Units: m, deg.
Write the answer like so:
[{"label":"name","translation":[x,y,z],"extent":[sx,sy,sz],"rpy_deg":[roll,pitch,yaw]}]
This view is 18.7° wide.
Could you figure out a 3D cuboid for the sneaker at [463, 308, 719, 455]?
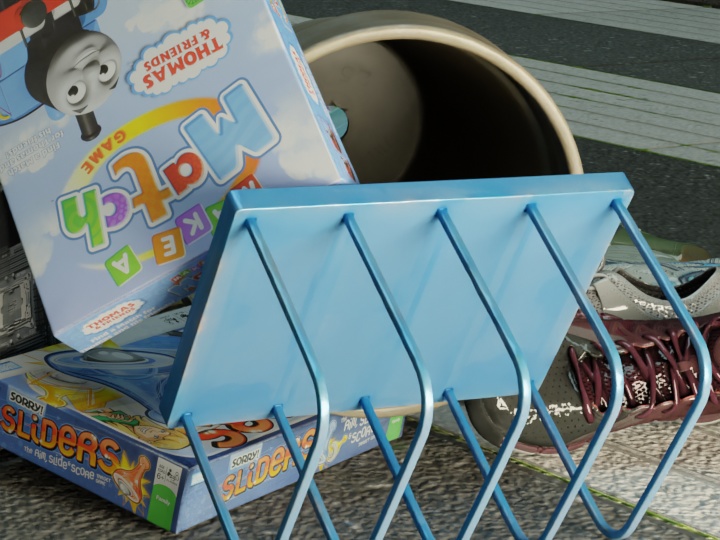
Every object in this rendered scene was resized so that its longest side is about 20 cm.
[{"label":"sneaker","translation":[0.156,0.044,1.131],"extent":[0.199,0.076,0.115],"rpy_deg":[-7,-9,-35]}]

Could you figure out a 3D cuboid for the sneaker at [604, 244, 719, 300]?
[{"label":"sneaker","translation":[0.203,0.029,1.315],"extent":[0.199,0.078,0.086],"rpy_deg":[-1,11,33]}]

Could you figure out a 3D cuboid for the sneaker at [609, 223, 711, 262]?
[{"label":"sneaker","translation":[0.138,-0.029,1.442],"extent":[0.199,0.090,0.067],"rpy_deg":[4,-31,-14]}]

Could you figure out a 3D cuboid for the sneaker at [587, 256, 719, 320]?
[{"label":"sneaker","translation":[0.124,0.027,1.259],"extent":[0.198,0.083,0.075],"rpy_deg":[0,13,-5]}]

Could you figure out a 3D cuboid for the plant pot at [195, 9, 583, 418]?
[{"label":"plant pot","translation":[-0.002,-0.050,1.122],"extent":[0.198,0.201,0.174],"rpy_deg":[0,21,-12]}]

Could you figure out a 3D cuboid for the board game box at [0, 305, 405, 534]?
[{"label":"board game box","translation":[-0.082,0.068,1.100],"extent":[0.135,0.035,0.200],"rpy_deg":[22,20,27]}]

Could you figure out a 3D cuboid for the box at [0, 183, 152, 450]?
[{"label":"box","translation":[-0.177,-0.017,1.123],"extent":[0.049,0.202,0.157],"rpy_deg":[3,10,34]}]

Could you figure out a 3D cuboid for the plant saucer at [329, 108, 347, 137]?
[{"label":"plant saucer","translation":[-0.008,-0.083,1.396],"extent":[0.069,0.019,0.200],"rpy_deg":[4,20,25]}]

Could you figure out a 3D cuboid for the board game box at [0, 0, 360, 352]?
[{"label":"board game box","translation":[-0.102,-0.085,1.005],"extent":[0.151,0.201,0.037],"rpy_deg":[-28,-23,10]}]

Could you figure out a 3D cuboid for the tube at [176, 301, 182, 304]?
[{"label":"tube","translation":[-0.110,-0.006,1.434],"extent":[0.199,0.052,0.058],"rpy_deg":[-4,14,-29]}]

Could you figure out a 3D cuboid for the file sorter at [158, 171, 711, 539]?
[{"label":"file sorter","translation":[0.034,0.051,0.968],"extent":[0.199,0.139,0.123],"rpy_deg":[-4,48,-26]}]

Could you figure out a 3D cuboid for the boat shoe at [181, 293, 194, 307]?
[{"label":"boat shoe","translation":[-0.083,-0.015,1.323],"extent":[0.073,0.075,0.200],"rpy_deg":[-31,34,1]}]

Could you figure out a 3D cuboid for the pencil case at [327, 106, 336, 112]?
[{"label":"pencil case","translation":[0.011,-0.060,1.511],"extent":[0.199,0.088,0.087],"rpy_deg":[19,13,-1]}]
